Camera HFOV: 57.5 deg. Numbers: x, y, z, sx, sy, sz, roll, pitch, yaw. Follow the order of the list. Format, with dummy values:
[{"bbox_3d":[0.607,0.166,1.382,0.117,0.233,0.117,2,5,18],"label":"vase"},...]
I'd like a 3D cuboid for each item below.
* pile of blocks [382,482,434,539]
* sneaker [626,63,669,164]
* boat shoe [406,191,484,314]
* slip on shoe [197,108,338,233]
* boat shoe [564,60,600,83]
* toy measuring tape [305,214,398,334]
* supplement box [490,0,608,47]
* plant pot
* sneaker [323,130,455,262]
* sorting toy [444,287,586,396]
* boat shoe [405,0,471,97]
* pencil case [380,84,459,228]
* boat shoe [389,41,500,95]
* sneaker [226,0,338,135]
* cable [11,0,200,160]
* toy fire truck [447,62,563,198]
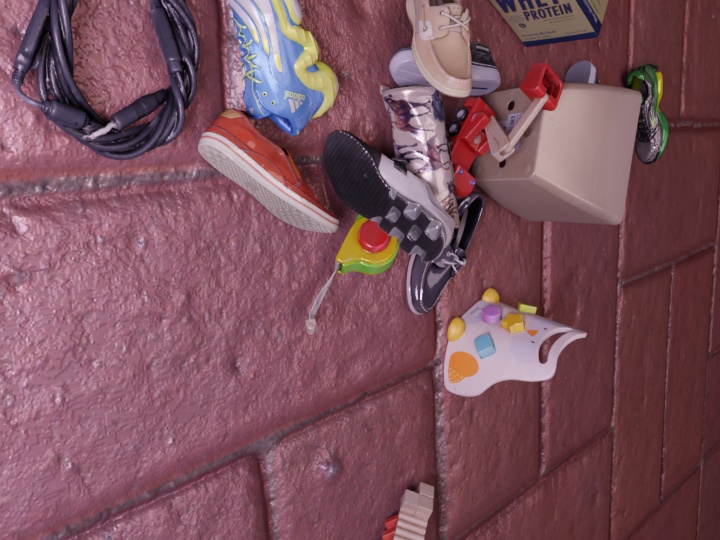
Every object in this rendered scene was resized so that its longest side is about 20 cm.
[{"bbox_3d":[0.054,0.416,0.978,0.061,0.082,0.204,19,69,-1],"label":"pile of blocks"},{"bbox_3d":[0.590,-0.325,1.381,0.084,0.077,0.205,-17,100,-34],"label":"sneaker"},{"bbox_3d":[0.126,-0.030,0.962,0.072,0.062,0.204,33,73,-42],"label":"boat shoe"},{"bbox_3d":[-0.090,-0.104,0.733,0.199,0.073,0.062,39,67,-36],"label":"slip on shoe"},{"bbox_3d":[0.400,-0.271,1.189,0.090,0.070,0.204,33,71,-38],"label":"boat shoe"},{"bbox_3d":[0.000,0.000,0.830,0.074,0.072,0.203,46,60,-39],"label":"toy measuring tape"},{"bbox_3d":[0.292,-0.494,1.003,0.198,0.132,0.205,27,78,-43],"label":"supplement box"},{"bbox_3d":[0.285,-0.191,1.020,0.173,0.198,0.206,9,91,-32],"label":"plant pot"},{"bbox_3d":[0.037,-0.100,0.820,0.200,0.074,0.088,46,35,4],"label":"sneaker"},{"bbox_3d":[0.249,0.112,1.026,0.199,0.178,0.109,-35,120,-35],"label":"sorting toy"},{"bbox_3d":[0.104,-0.306,0.826,0.070,0.065,0.204,4,57,-20],"label":"boat shoe"},{"bbox_3d":[0.078,-0.150,0.879,0.078,0.087,0.205,-42,125,-64],"label":"pencil case"},{"bbox_3d":[0.113,-0.289,0.913,0.197,0.072,0.073,-4,75,-40],"label":"boat shoe"},{"bbox_3d":[-0.099,-0.227,0.698,0.200,0.075,0.106,47,65,-39],"label":"sneaker"},{"bbox_3d":[-0.214,-0.209,0.603,0.162,0.050,0.205,27,77,-44],"label":"cable"},{"bbox_3d":[0.183,-0.189,0.920,0.048,0.140,0.203,31,84,-33],"label":"toy fire truck"}]
